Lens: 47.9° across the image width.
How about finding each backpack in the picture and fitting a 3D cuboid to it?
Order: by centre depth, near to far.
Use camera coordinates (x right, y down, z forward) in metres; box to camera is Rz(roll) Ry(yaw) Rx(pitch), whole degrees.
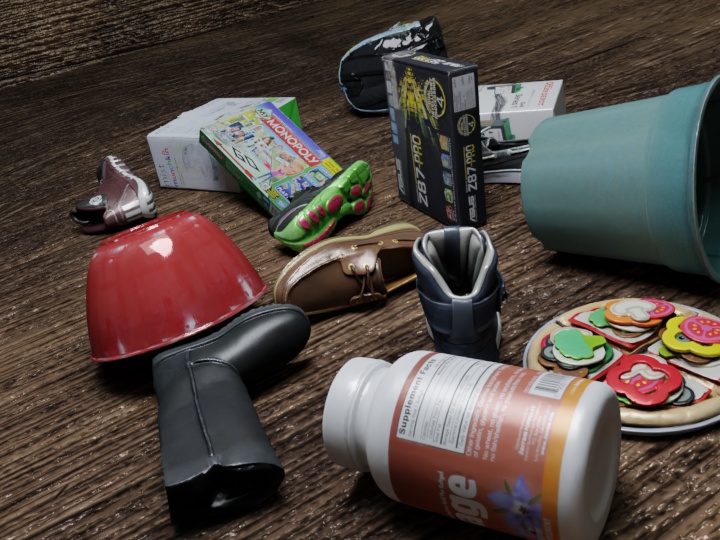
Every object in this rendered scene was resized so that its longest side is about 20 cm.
[{"bbox_3d":[0.057,-0.366,1.504,0.198,0.165,0.154,-19,19,-2],"label":"backpack"}]

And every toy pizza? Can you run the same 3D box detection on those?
[{"bbox_3d":[0.241,0.070,0.707,0.197,0.032,0.201,-8,27,4],"label":"toy pizza"}]

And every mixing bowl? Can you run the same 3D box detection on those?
[{"bbox_3d":[-0.209,0.004,0.853,0.198,0.110,0.200,-20,11,4],"label":"mixing bowl"}]

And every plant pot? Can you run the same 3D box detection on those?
[{"bbox_3d":[0.287,-0.094,0.850,0.194,0.202,0.200,4,29,42],"label":"plant pot"}]

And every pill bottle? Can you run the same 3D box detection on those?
[{"bbox_3d":[0.076,0.120,0.583,0.198,0.113,0.112,7,31,31],"label":"pill bottle"}]

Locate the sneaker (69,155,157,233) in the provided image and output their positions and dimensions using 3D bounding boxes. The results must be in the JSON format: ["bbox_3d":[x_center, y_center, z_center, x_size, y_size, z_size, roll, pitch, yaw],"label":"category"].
[{"bbox_3d":[-0.403,-0.115,1.254,0.115,0.076,0.199,-28,32,-25],"label":"sneaker"}]

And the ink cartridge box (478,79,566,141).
[{"bbox_3d":[0.207,-0.224,1.230,0.197,0.085,0.146,0,29,20],"label":"ink cartridge box"}]

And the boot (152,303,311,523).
[{"bbox_3d":[-0.099,0.115,0.704,0.163,0.066,0.200,-24,25,-7],"label":"boot"}]

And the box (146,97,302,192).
[{"bbox_3d":[-0.222,-0.217,1.358,0.174,0.098,0.200,5,31,29],"label":"box"}]

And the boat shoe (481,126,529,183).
[{"bbox_3d":[0.173,-0.161,1.139,0.197,0.069,0.074,6,30,29],"label":"boat shoe"}]

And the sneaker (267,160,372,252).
[{"bbox_3d":[-0.050,-0.095,1.084,0.083,0.078,0.200,14,34,32],"label":"sneaker"}]

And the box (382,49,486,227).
[{"bbox_3d":[0.095,-0.170,1.037,0.049,0.202,0.161,-18,28,-20],"label":"box"}]

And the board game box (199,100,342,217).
[{"bbox_3d":[-0.126,-0.163,1.191,0.134,0.029,0.200,-30,62,-32],"label":"board game box"}]

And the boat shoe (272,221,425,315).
[{"bbox_3d":[0.000,0.000,0.885,0.198,0.073,0.067,-21,27,-25],"label":"boat shoe"}]

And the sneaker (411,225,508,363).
[{"bbox_3d":[0.090,0.013,0.750,0.076,0.148,0.203,-10,25,4],"label":"sneaker"}]
